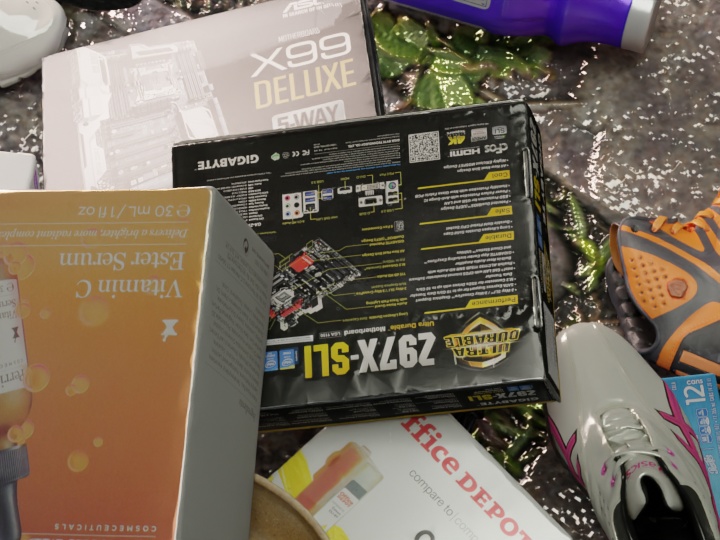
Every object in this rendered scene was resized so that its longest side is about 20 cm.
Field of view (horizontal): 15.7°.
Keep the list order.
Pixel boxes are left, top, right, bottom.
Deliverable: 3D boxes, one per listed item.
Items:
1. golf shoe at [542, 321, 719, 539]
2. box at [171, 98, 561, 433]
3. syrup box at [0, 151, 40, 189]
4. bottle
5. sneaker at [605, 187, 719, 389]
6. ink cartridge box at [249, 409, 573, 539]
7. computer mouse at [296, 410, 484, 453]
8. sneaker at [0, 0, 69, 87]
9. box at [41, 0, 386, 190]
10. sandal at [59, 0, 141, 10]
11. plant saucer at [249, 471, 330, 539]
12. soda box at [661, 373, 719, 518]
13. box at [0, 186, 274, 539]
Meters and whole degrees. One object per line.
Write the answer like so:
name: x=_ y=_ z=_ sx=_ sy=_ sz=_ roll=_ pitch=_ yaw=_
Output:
golf shoe: x=0.151 y=0.107 z=1.368 sx=0.073 sy=0.092 sz=0.200 roll=-18 pitch=63 yaw=-7
box: x=0.000 y=0.000 z=1.385 sx=0.200 sy=0.049 sz=0.160 roll=-7 pitch=70 yaw=10
syrup box: x=-0.231 y=0.032 z=1.432 sx=0.079 sy=0.081 sz=0.200 roll=7 pitch=59 yaw=2
bottle: x=0.084 y=-0.183 z=1.594 sx=0.200 sy=0.065 sz=0.084 roll=18 pitch=34 yaw=9
sneaker: x=0.205 y=-0.031 z=1.517 sx=0.112 sy=0.078 sz=0.200 roll=14 pitch=64 yaw=6
ink cartridge box: x=0.001 y=0.170 z=1.391 sx=0.200 sy=0.083 sz=0.145 roll=-42 pitch=69 yaw=-6
computer mouse: x=-0.012 y=0.050 z=1.500 sx=0.200 sy=0.046 sz=0.141 roll=27 pitch=79 yaw=13
sneaker: x=-0.275 y=-0.164 z=1.580 sx=0.200 sy=0.087 sz=0.075 roll=10 pitch=62 yaw=4
box: x=-0.083 y=-0.079 z=1.514 sx=0.200 sy=0.050 sz=0.158 roll=-13 pitch=47 yaw=7
sandal: x=-0.215 y=-0.224 z=1.621 sx=0.200 sy=0.075 sz=0.048 roll=24 pitch=48 yaw=11
plant saucer: x=-0.094 y=0.197 z=1.335 sx=0.200 sy=0.035 sz=0.200 roll=-4 pitch=72 yaw=12
soda box: x=0.174 y=0.161 z=1.427 sx=0.068 sy=0.064 sz=0.200 roll=-5 pitch=63 yaw=-2
box: x=-0.136 y=0.068 z=1.310 sx=0.152 sy=0.106 sz=0.200 roll=-1 pitch=71 yaw=15
